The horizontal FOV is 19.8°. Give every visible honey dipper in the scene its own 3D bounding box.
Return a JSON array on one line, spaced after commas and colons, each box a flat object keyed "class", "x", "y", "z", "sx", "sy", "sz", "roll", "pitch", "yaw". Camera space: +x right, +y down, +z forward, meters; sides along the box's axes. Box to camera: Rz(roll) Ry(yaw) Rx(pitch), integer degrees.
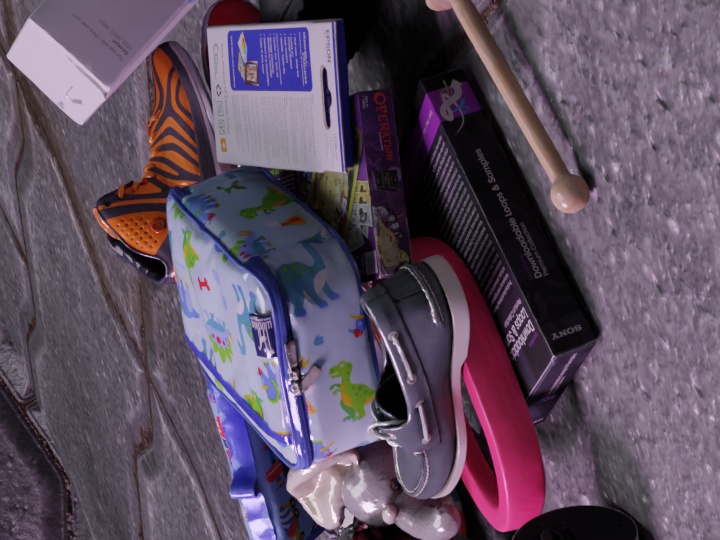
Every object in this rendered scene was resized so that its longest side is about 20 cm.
[{"class": "honey dipper", "x": 0.080, "y": -0.119, "z": 1.201, "sx": 0.200, "sy": 0.038, "sz": 0.038, "roll": 62, "pitch": 161, "yaw": 20}]

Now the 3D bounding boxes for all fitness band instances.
[{"class": "fitness band", "x": 0.064, "y": 0.074, "z": 1.341, "sx": 0.200, "sy": 0.037, "sz": 0.144, "roll": 68, "pitch": 161, "yaw": 7}]

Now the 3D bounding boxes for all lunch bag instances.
[{"class": "lunch bag", "x": -0.071, "y": 0.124, "z": 1.554, "sx": 0.200, "sy": 0.094, "sz": 0.151, "roll": -60, "pitch": -41, "yaw": -68}, {"class": "lunch bag", "x": -0.059, "y": 0.032, "z": 1.373, "sx": 0.200, "sy": 0.082, "sz": 0.161, "roll": 42, "pitch": 147, "yaw": 54}]

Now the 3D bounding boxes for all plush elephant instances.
[{"class": "plush elephant", "x": 0.032, "y": 0.188, "z": 1.442, "sx": 0.200, "sy": 0.165, "sz": 0.155, "roll": 40, "pitch": 138, "yaw": 48}]

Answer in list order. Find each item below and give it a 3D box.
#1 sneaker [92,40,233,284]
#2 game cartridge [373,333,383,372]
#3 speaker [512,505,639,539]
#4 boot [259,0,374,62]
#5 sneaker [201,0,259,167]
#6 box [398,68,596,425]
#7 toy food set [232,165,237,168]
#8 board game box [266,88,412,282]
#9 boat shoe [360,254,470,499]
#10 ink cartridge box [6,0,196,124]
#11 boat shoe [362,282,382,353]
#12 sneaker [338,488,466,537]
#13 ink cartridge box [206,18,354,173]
[{"class": "sneaker", "x": -0.156, "y": -0.080, "z": 1.575, "sx": 0.078, "sy": 0.112, "sz": 0.200, "roll": 77, "pitch": 174, "yaw": -63}, {"class": "game cartridge", "x": -0.010, "y": 0.048, "z": 1.651, "sx": 0.133, "sy": 0.042, "sz": 0.200, "roll": 62, "pitch": 161, "yaw": 17}, {"class": "speaker", "x": 0.147, "y": 0.250, "z": 1.294, "sx": 0.081, "sy": 0.081, "sz": 0.200, "roll": -143, "pitch": 39, "yaw": -62}, {"class": "boot", "x": -0.056, "y": -0.240, "z": 1.420, "sx": 0.168, "sy": 0.076, "sz": 0.200, "roll": 60, "pitch": 154, "yaw": 26}, {"class": "sneaker", "x": -0.073, "y": -0.123, "z": 1.567, "sx": 0.112, "sy": 0.071, "sz": 0.200, "roll": 119, "pitch": 134, "yaw": -82}, {"class": "box", "x": 0.080, "y": -0.009, "z": 1.314, "sx": 0.143, "sy": 0.036, "sz": 0.200, "roll": 110, "pitch": 140, "yaw": -65}, {"class": "toy food set", "x": -0.099, "y": -0.046, "z": 1.707, "sx": 0.200, "sy": 0.049, "sz": 0.198, "roll": 36, "pitch": -135, "yaw": -82}, {"class": "board game box", "x": -0.019, "y": -0.048, "z": 1.383, "sx": 0.200, "sy": 0.032, "sz": 0.120, "roll": 170, "pitch": 90, "yaw": -69}, {"class": "boat shoe", "x": 0.027, "y": 0.075, "z": 1.291, "sx": 0.073, "sy": 0.062, "sz": 0.200, "roll": 55, "pitch": 155, "yaw": 39}, {"class": "ink cartridge box", "x": -0.169, "y": -0.218, "z": 1.567, "sx": 0.085, "sy": 0.200, "sz": 0.145, "roll": 41, "pitch": 165, "yaw": -8}, {"class": "boat shoe", "x": -0.002, "y": 0.000, "z": 1.506, "sx": 0.075, "sy": 0.075, "sz": 0.202, "roll": 162, "pitch": 90, "yaw": -73}, {"class": "sneaker", "x": 0.034, "y": 0.179, "z": 1.618, "sx": 0.200, "sy": 0.070, "sz": 0.093, "roll": -164, "pitch": 73, "yaw": -71}, {"class": "ink cartridge box", "x": -0.045, "y": -0.114, "z": 1.336, "sx": 0.200, "sy": 0.037, "sz": 0.095, "roll": -168, "pitch": 72, "yaw": -64}]
